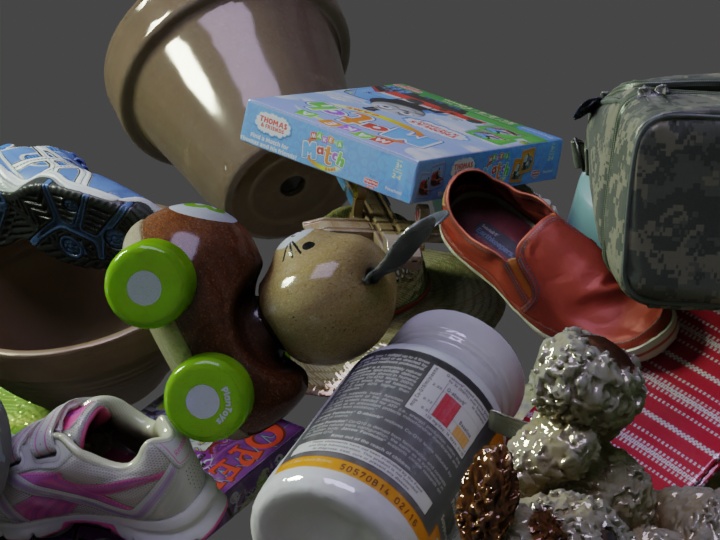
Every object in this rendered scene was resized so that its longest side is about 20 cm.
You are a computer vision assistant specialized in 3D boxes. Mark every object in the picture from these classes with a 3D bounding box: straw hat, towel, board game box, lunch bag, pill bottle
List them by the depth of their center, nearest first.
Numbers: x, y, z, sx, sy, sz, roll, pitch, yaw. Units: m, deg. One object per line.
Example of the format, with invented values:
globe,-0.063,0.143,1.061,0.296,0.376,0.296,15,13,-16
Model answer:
pill bottle,0.023,0.118,1.484,0.116,0.117,0.200,8,37,27
towel,0.203,0.076,1.526,0.200,0.023,0.145,-44,44,-15
lunch bag,0.244,-0.059,1.528,0.200,0.140,0.168,0,16,-3
board game box,-0.143,0.149,1.571,0.120,0.032,0.200,21,44,34
straw hat,0.000,0.000,1.706,0.201,0.085,0.201,-7,32,5
board game box,0.033,-0.094,1.723,0.151,0.037,0.200,22,20,30

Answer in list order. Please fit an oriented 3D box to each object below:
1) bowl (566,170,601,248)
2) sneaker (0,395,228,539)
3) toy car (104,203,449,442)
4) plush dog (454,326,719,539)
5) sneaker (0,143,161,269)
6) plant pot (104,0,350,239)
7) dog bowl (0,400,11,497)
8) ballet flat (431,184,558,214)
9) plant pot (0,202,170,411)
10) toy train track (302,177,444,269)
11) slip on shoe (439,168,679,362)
bowl,0.228,-0.035,1.678,0.200,0.105,0.201,-8,33,5
sneaker,-0.185,0.119,1.520,0.200,0.088,0.081,1,34,17
toy car,-0.039,0.004,1.524,0.200,0.158,0.164,-26,3,10
plush dog,0.115,0.159,1.374,0.160,0.200,0.172,-31,8,34
sneaker,-0.213,-0.055,1.692,0.200,0.076,0.077,14,44,32
plant pot,-0.080,-0.122,1.856,0.200,0.200,0.175,-19,50,-13
dog bowl,-0.307,0.129,1.503,0.200,0.059,0.200,-20,49,24
ballet flat,0.108,-0.037,1.723,0.065,0.071,0.200,-22,24,-8
plant pot,-0.196,0.039,1.696,0.200,0.093,0.201,-7,32,4
toy train track,0.009,-0.057,1.692,0.114,0.033,0.200,2,24,-15
slip on shoe,0.126,-0.004,1.574,0.074,0.061,0.200,-42,56,-16
